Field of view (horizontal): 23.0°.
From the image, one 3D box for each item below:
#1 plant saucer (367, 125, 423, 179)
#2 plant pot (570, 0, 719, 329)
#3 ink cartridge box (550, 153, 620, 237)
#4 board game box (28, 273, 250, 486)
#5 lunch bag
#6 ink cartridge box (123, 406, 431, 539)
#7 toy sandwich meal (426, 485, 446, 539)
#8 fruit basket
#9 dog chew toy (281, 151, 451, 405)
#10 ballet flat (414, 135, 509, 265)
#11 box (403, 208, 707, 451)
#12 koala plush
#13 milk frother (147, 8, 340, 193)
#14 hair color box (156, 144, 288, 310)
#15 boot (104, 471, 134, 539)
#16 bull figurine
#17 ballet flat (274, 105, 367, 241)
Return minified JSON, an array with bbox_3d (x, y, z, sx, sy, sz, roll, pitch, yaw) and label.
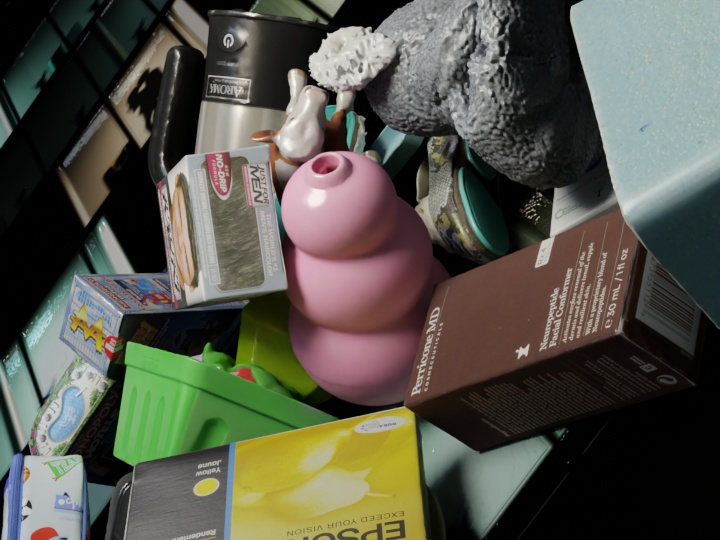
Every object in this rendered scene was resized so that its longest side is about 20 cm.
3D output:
[{"bbox_3d":[0.024,-0.094,1.419,0.070,0.019,0.200,-68,8,-22],"label":"plant saucer"},{"bbox_3d":[0.254,-0.077,0.910,0.200,0.196,0.197,-32,34,22],"label":"plant pot"},{"bbox_3d":[0.183,-0.109,1.218,0.099,0.039,0.200,-31,38,41],"label":"ink cartridge box"},{"bbox_3d":[-0.201,0.080,1.487,0.062,0.200,0.200,35,92,24],"label":"board game box"},{"bbox_3d":[-0.250,0.246,1.415,0.200,0.075,0.161,101,165,-50],"label":"lunch bag"},{"bbox_3d":[-0.053,0.175,1.106,0.197,0.047,0.200,-11,29,4],"label":"ink cartridge box"},{"bbox_3d":[-0.022,0.216,1.168,0.205,0.070,0.205,-40,31,30],"label":"toy sandwich meal"},{"bbox_3d":[-0.084,0.078,1.348,0.216,0.155,0.216,-52,24,34],"label":"fruit basket"},{"bbox_3d":[0.000,0.000,1.222,0.124,0.200,0.125,-9,43,9],"label":"dog chew toy"},{"bbox_3d":[0.071,-0.055,1.309,0.072,0.072,0.201,-42,24,27],"label":"ballet flat"},{"bbox_3d":[0.124,0.038,1.118,0.200,0.075,0.100,-26,40,48],"label":"box"},{"bbox_3d":[0.073,-0.140,1.200,0.200,0.177,0.184,-3,78,47],"label":"koala plush"},{"bbox_3d":[-0.069,-0.125,1.572,0.180,0.200,0.189,14,96,54],"label":"milk frother"},{"bbox_3d":[-0.102,-0.027,1.264,0.200,0.060,0.099,166,96,-77],"label":"hair color box"},{"bbox_3d":[-0.134,0.244,1.268,0.200,0.065,0.165,-164,72,-63],"label":"boot"},{"bbox_3d":[-0.028,-0.073,1.298,0.065,0.200,0.122,0,46,13],"label":"bull figurine"},{"bbox_3d":[-0.037,-0.048,1.433,0.072,0.072,0.200,-27,30,45],"label":"ballet flat"}]
